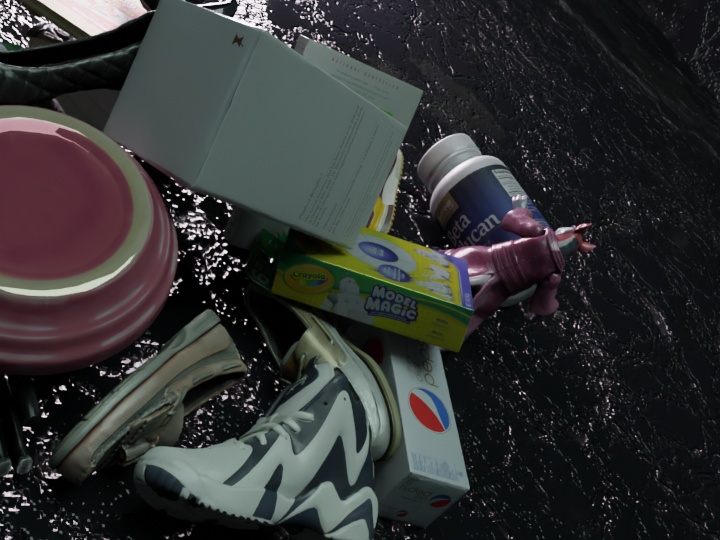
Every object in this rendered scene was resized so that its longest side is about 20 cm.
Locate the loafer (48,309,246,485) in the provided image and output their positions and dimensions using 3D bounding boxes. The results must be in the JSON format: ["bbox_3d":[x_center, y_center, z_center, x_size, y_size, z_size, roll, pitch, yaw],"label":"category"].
[{"bbox_3d":[-0.140,0.094,0.648,0.063,0.072,0.200,46,30,-4],"label":"loafer"}]

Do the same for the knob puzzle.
[{"bbox_3d":[-0.223,-0.227,0.824,0.217,0.031,0.221,26,25,-13],"label":"knob puzzle"}]

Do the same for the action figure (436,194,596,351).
[{"bbox_3d":[0.149,-0.008,0.939,0.136,0.197,0.149,67,14,9],"label":"action figure"}]

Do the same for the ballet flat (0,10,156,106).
[{"bbox_3d":[-0.225,-0.156,0.650,0.198,0.058,0.066,-19,41,-40],"label":"ballet flat"}]

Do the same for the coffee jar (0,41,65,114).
[{"bbox_3d":[-0.249,-0.071,0.691,0.085,0.105,0.201,-23,69,-45],"label":"coffee jar"}]

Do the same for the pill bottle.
[{"bbox_3d":[0.152,-0.066,1.094,0.110,0.111,0.202,-2,51,-46],"label":"pill bottle"}]

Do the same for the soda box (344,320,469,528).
[{"bbox_3d":[0.036,0.118,0.798,0.063,0.068,0.202,21,38,-26],"label":"soda box"}]

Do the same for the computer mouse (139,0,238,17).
[{"bbox_3d":[-0.153,-0.270,0.866,0.138,0.047,0.200,-19,44,-30],"label":"computer mouse"}]

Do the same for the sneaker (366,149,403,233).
[{"bbox_3d":[-0.007,-0.107,1.011,0.089,0.075,0.202,33,32,-21],"label":"sneaker"}]

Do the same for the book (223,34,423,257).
[{"bbox_3d":[-0.038,-0.106,0.869,0.132,0.203,0.048,15,14,-32],"label":"book"}]

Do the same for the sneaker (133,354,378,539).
[{"bbox_3d":[-0.064,0.117,0.643,0.196,0.079,0.132,20,64,-30],"label":"sneaker"}]

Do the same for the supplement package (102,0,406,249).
[{"bbox_3d":[-0.076,-0.110,0.705,0.116,0.119,0.199,30,5,34],"label":"supplement package"}]

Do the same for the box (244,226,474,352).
[{"bbox_3d":[0.000,0.000,0.801,0.196,0.049,0.118,16,22,-4],"label":"box"}]

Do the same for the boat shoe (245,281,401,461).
[{"bbox_3d":[-0.039,0.083,0.766,0.067,0.075,0.201,4,37,-41],"label":"boat shoe"}]

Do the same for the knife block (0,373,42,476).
[{"bbox_3d":[-0.260,0.034,0.596,0.174,0.064,0.201,35,33,-11],"label":"knife block"}]

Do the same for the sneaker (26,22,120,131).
[{"bbox_3d":[-0.218,-0.149,0.828,0.197,0.088,0.075,26,21,-12],"label":"sneaker"}]

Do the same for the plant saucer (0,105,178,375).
[{"bbox_3d":[-0.211,-0.033,0.575,0.197,0.051,0.204,15,51,-18],"label":"plant saucer"}]
